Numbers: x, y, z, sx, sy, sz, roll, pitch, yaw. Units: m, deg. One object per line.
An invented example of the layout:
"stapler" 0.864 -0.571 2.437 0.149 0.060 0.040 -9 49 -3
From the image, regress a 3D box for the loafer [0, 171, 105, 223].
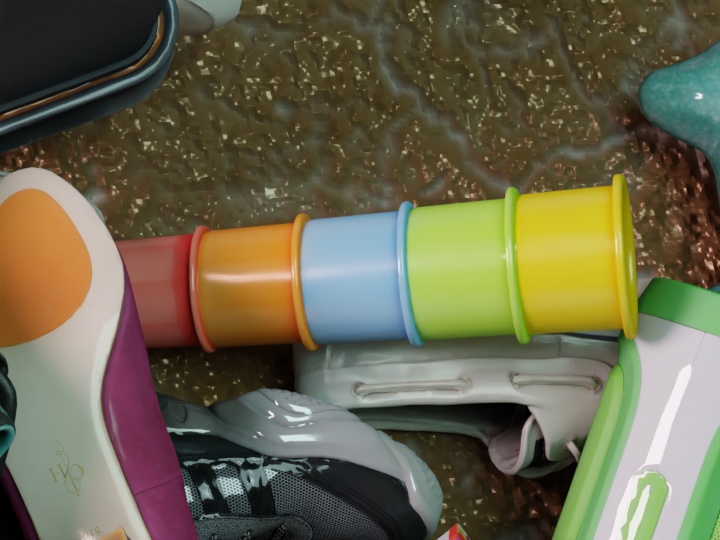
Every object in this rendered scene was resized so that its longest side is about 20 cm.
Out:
"loafer" -0.185 -0.006 1.021 0.199 0.070 0.070 -8 74 -30

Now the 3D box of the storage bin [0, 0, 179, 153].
"storage bin" -0.123 -0.157 0.997 0.145 0.134 0.201 -21 85 -22

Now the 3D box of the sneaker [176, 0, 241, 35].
"sneaker" -0.142 -0.094 1.088 0.199 0.075 0.100 4 76 -18

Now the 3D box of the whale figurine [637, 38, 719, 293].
"whale figurine" 0.196 -0.018 1.196 0.159 0.104 0.201 -33 82 1

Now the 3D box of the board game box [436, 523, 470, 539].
"board game box" 0.032 0.214 1.019 0.151 0.046 0.200 -36 89 1

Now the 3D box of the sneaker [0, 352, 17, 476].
"sneaker" -0.149 0.028 0.937 0.079 0.075 0.202 -11 77 12

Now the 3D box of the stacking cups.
"stacking cups" 0.000 0.000 1.066 0.198 0.061 0.061 -3 67 8

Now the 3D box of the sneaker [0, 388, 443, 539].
"sneaker" -0.070 0.098 1.042 0.199 0.075 0.115 16 64 -16

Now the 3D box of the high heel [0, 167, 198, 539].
"high heel" -0.086 0.063 0.988 0.067 0.096 0.201 -24 57 2

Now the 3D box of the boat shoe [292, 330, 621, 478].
"boat shoe" 0.067 0.047 1.137 0.199 0.072 0.066 11 69 -23

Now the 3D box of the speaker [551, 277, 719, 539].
"speaker" 0.110 0.109 1.085 0.088 0.088 0.201 20 88 -20
